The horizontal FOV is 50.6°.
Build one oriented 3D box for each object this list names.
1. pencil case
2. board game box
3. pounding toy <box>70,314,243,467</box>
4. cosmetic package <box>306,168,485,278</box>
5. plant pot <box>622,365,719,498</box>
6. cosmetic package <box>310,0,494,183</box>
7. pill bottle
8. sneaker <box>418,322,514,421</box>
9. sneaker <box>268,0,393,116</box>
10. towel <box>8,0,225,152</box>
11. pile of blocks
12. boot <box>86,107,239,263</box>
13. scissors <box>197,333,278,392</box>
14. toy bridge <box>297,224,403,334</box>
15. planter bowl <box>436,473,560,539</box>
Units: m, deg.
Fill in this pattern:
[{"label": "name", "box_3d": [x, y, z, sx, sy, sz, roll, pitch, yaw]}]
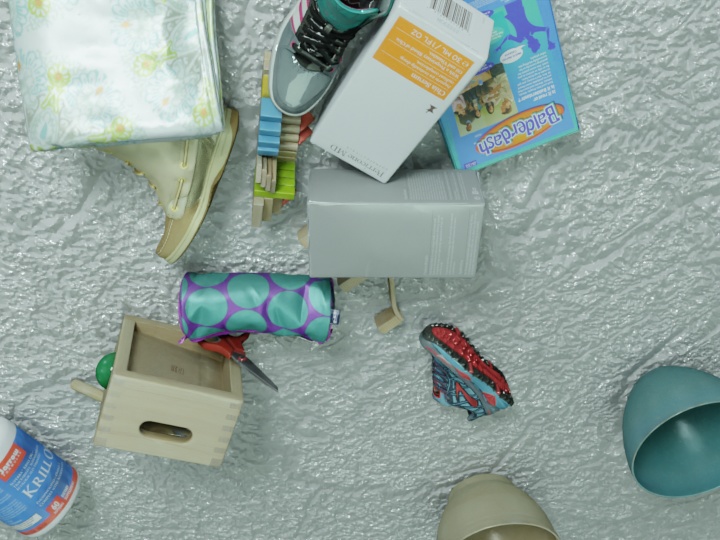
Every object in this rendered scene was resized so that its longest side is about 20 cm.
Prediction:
[{"label": "pencil case", "box_3d": [-0.129, 0.049, 0.967, 0.199, 0.085, 0.093, 2, 85, -8]}, {"label": "board game box", "box_3d": [0.147, -0.220, 0.845, 0.152, 0.045, 0.200, -20, 124, 7]}, {"label": "pounding toy", "box_3d": [-0.270, 0.158, 0.982, 0.199, 0.184, 0.143, 15, 109, -17]}, {"label": "cosmetic package", "box_3d": [0.037, -0.054, 0.880, 0.199, 0.090, 0.107, 3, 126, -1]}, {"label": "plant pot", "box_3d": [0.478, 0.221, 1.141, 0.199, 0.135, 0.201, -4, 125, -5]}, {"label": "cosmetic package", "box_3d": [0.038, -0.192, 0.786, 0.101, 0.071, 0.200, 27, 140, -13]}, {"label": "pill bottle", "box_3d": [-0.500, 0.275, 1.058, 0.112, 0.112, 0.200, -30, 124, 13]}, {"label": "sneaker", "box_3d": [0.135, 0.157, 1.085, 0.095, 0.079, 0.200, -35, 122, 18]}, {"label": "sneaker", "box_3d": [-0.028, -0.238, 0.732, 0.083, 0.121, 0.201, 23, 102, -14]}, {"label": "towel", "box_3d": [-0.238, -0.211, 0.753, 0.199, 0.048, 0.172, -5, 95, -4]}, {"label": "pile of blocks", "box_3d": [-0.084, -0.139, 0.847, 0.062, 0.082, 0.201, 3, 124, -10]}, {"label": "boot", "box_3d": [-0.238, -0.113, 0.849, 0.155, 0.073, 0.200, 18, 119, -20]}, {"label": "scissors", "box_3d": [-0.158, 0.109, 0.946, 0.073, 0.200, 0.014, -2, 112, -21]}, {"label": "toy bridge", "box_3d": [0.000, 0.000, 0.988, 0.067, 0.027, 0.200, -33, 122, 13]}, {"label": "planter bowl", "box_3d": [0.212, 0.422, 1.245, 0.199, 0.135, 0.201, -4, 124, -5]}]
